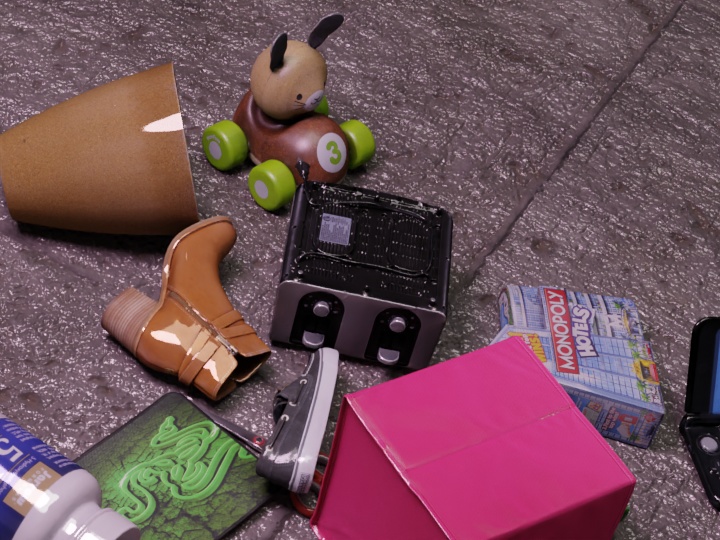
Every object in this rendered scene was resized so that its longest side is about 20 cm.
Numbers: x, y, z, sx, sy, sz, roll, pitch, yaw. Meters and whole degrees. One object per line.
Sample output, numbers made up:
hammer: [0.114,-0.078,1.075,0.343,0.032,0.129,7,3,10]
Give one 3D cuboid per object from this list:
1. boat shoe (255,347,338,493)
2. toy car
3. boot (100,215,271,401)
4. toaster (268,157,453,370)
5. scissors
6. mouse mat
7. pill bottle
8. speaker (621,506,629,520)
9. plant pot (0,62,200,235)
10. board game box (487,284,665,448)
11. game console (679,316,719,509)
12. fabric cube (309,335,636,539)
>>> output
boat shoe: [-0.060,0.139,1.715,0.056,0.069,0.200,15,34,-2]
toy car: [-0.070,-0.199,1.984,0.158,0.201,0.164,40,48,25]
boot: [-0.151,0.042,1.804,0.154,0.074,0.200,31,57,18]
toaster: [0.000,0.000,1.854,0.180,0.119,0.201,12,43,-5]
scissors: [-0.087,0.175,1.726,0.200,0.014,0.073,38,49,24]
mouse mat: [-0.192,0.209,1.654,0.161,0.008,0.200,37,49,22]
pill bottle: [-0.300,0.212,1.542,0.199,0.120,0.120,30,44,16]
speaker: [0.183,0.174,1.728,0.088,0.089,0.200,-18,65,-32]
plant pot: [-0.283,-0.116,1.872,0.199,0.187,0.187,-9,46,-4]
board game box: [0.210,0.087,1.868,0.199,0.062,0.201,7,43,-10]
game console: [0.450,0.151,1.831,0.199,0.117,0.176,0,44,-15]
fabric cube: [0.097,0.214,1.602,0.199,0.197,0.200,-17,52,-29]
